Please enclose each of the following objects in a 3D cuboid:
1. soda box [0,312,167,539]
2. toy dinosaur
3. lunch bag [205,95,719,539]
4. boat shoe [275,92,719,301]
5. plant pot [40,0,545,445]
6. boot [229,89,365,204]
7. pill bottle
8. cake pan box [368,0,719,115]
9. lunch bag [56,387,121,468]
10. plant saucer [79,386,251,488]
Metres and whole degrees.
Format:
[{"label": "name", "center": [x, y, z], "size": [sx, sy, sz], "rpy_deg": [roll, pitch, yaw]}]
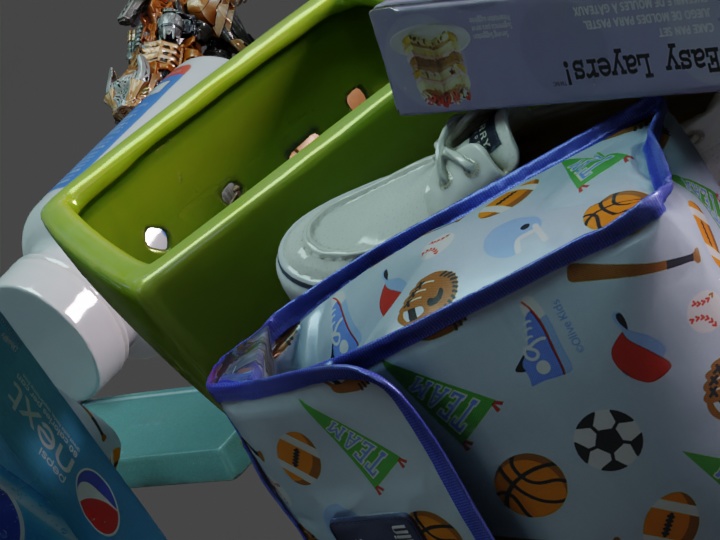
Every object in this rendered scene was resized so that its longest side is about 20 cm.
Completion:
[{"label": "soda box", "center": [-0.166, 0.090, 1.358], "size": [0.064, 0.200, 0.068], "rpy_deg": [-26, 21, 23]}, {"label": "toy dinosaur", "center": [-0.091, -0.131, 1.839], "size": [0.102, 0.136, 0.200], "rpy_deg": [-11, 31, 50]}, {"label": "lunch bag", "center": [0.065, 0.063, 1.097], "size": [0.199, 0.170, 0.124], "rpy_deg": [-26, 19, 18]}, {"label": "boat shoe", "center": [0.056, -0.036, 1.148], "size": [0.199, 0.070, 0.071], "rpy_deg": [-13, 45, 13]}, {"label": "plant pot", "center": [0.000, 0.000, 1.325], "size": [0.200, 0.182, 0.199], "rpy_deg": [-38, 19, -8]}, {"label": "boot", "center": [-0.004, -0.094, 1.594], "size": [0.074, 0.201, 0.155], "rpy_deg": [35, 56, 24]}, {"label": "pill bottle", "center": [-0.120, -0.021, 1.668], "size": [0.112, 0.112, 0.200], "rpy_deg": [-10, 30, 50]}, {"label": "cake pan box", "center": [0.135, -0.115, 1.142], "size": [0.199, 0.053, 0.184], "rpy_deg": [-3, 21, 38]}, {"label": "lunch bag", "center": [-0.221, 0.110, 1.482], "size": [0.199, 0.160, 0.076], "rpy_deg": [-24, 41, 29]}, {"label": "plant saucer", "center": [-0.108, 0.086, 1.547], "size": [0.200, 0.019, 0.070], "rpy_deg": [-8, 33, 50]}]
